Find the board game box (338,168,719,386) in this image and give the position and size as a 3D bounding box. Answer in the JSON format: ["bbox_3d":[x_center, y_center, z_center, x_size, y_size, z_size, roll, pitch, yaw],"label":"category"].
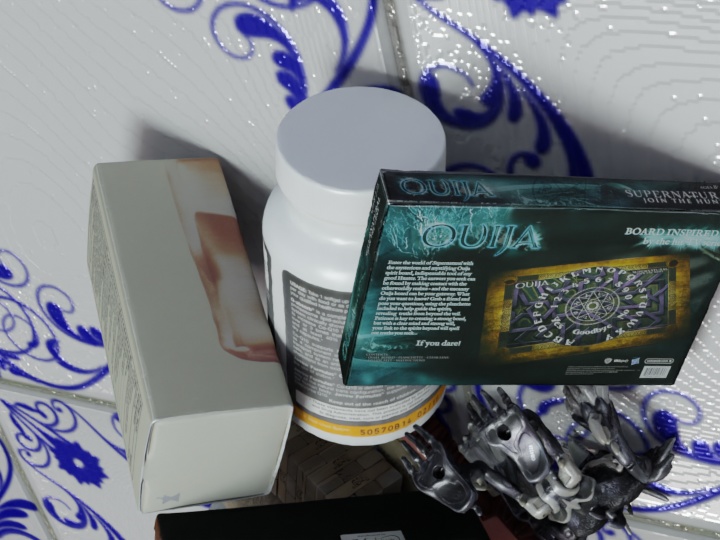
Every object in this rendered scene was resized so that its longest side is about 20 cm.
[{"bbox_3d":[0.096,0.008,0.726,0.198,0.028,0.136,1,132,-13],"label":"board game box"}]

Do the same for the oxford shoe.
[{"bbox_3d":[0.042,0.152,0.913,0.200,0.070,0.075,47,107,12],"label":"oxford shoe"}]

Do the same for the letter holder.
[{"bbox_3d":[-0.023,0.227,0.823,0.198,0.101,0.143,-2,117,-16],"label":"letter holder"}]

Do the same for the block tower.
[{"bbox_3d":[-0.049,0.114,0.929,0.200,0.054,0.058,42,144,32],"label":"block tower"}]

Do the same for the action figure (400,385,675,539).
[{"bbox_3d":[0.118,0.114,0.839,0.119,0.102,0.199,-40,145,22],"label":"action figure"}]

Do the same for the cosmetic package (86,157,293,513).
[{"bbox_3d":[-0.112,0.036,0.840,0.087,0.201,0.104,-4,142,-20],"label":"cosmetic package"}]

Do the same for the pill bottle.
[{"bbox_3d":[0.000,0.000,0.798,0.116,0.117,0.201,19,136,18],"label":"pill bottle"}]

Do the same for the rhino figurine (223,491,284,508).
[{"bbox_3d":[-0.043,0.167,0.963,0.199,0.088,0.060,30,138,8],"label":"rhino figurine"}]

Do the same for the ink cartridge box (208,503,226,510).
[{"bbox_3d":[-0.099,0.237,1.022,0.084,0.200,0.145,30,139,0],"label":"ink cartridge box"}]
